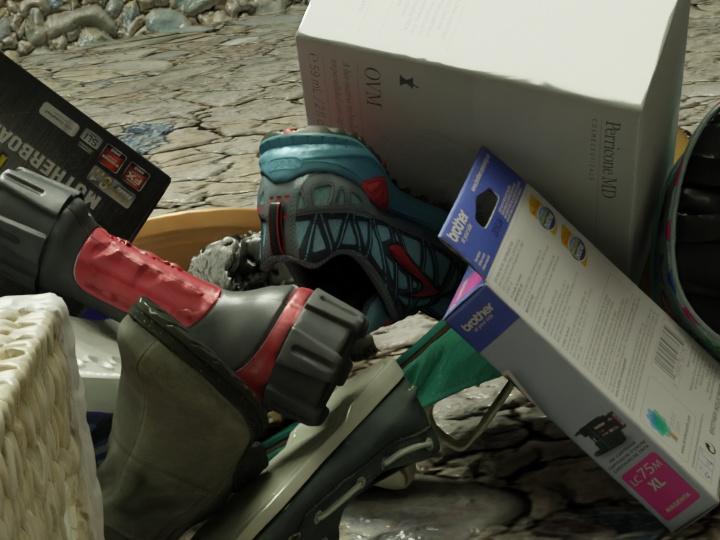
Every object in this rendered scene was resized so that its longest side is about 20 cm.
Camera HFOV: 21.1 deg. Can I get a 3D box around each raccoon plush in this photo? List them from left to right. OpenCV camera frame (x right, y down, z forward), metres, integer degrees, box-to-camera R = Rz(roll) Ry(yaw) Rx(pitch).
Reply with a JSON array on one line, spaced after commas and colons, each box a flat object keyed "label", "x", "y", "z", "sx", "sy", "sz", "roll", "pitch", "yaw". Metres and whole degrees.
[{"label": "raccoon plush", "x": -0.073, "y": 0.065, "z": 1.154, "sx": 0.097, "sy": 0.200, "sz": 0.134, "roll": 39, "pitch": -7, "yaw": 25}]

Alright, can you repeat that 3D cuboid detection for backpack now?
[{"label": "backpack", "x": 0.266, "y": -0.011, "z": 1.108, "sx": 0.198, "sy": 0.180, "sz": 0.151, "roll": 11, "pitch": -11, "yaw": -3}]

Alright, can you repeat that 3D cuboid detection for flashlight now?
[{"label": "flashlight", "x": -0.096, "y": 0.009, "z": 0.971, "sx": 0.198, "sy": 0.068, "sz": 0.068, "roll": 27, "pitch": 2, "yaw": 5}]

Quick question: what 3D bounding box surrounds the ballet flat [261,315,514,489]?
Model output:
[{"label": "ballet flat", "x": 0.025, "y": 0.082, "z": 1.086, "sx": 0.199, "sy": 0.071, "sz": 0.067, "roll": -36, "pitch": -5, "yaw": 20}]

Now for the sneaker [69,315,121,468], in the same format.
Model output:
[{"label": "sneaker", "x": -0.155, "y": 0.101, "z": 0.978, "sx": 0.080, "sy": 0.148, "sz": 0.200, "roll": 28, "pitch": 8, "yaw": 16}]

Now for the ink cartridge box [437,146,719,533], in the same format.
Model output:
[{"label": "ink cartridge box", "x": 0.115, "y": 0.033, "z": 1.022, "sx": 0.042, "sy": 0.200, "sz": 0.120, "roll": -40, "pitch": 11, "yaw": 30}]

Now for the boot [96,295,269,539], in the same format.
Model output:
[{"label": "boot", "x": -0.107, "y": 0.101, "z": 0.886, "sx": 0.068, "sy": 0.200, "sz": 0.131, "roll": 40, "pitch": 74, "yaw": 18}]

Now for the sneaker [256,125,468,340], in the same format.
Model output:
[{"label": "sneaker", "x": 0.000, "y": 0.000, "z": 1.081, "sx": 0.079, "sy": 0.097, "sz": 0.200, "roll": -6, "pitch": -26, "yaw": 35}]

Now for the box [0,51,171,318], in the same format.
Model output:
[{"label": "box", "x": -0.225, "y": -0.043, "z": 1.027, "sx": 0.159, "sy": 0.199, "sz": 0.048, "roll": -55, "pitch": 15, "yaw": -9}]

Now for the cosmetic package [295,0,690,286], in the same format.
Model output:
[{"label": "cosmetic package", "x": 0.080, "y": -0.093, "z": 1.122, "sx": 0.198, "sy": 0.200, "sz": 0.124, "roll": 12, "pitch": 57, "yaw": 14}]

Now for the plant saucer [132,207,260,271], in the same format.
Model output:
[{"label": "plant saucer", "x": -0.110, "y": 0.009, "z": 1.361, "sx": 0.198, "sy": 0.038, "sz": 0.200, "roll": -7, "pitch": -19, "yaw": -2}]

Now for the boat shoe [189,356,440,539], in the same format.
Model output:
[{"label": "boat shoe", "x": -0.026, "y": 0.124, "z": 0.971, "sx": 0.073, "sy": 0.062, "sz": 0.200, "roll": -27, "pitch": 14, "yaw": 50}]

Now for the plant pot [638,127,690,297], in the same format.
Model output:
[{"label": "plant pot", "x": 0.179, "y": -0.019, "z": 1.279, "sx": 0.185, "sy": 0.188, "sz": 0.200, "roll": -13, "pitch": 30, "yaw": -25}]

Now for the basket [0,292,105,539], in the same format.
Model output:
[{"label": "basket", "x": -0.212, "y": 0.130, "z": 0.770, "sx": 0.197, "sy": 0.201, "sz": 0.161, "roll": -4, "pitch": 16, "yaw": 4}]

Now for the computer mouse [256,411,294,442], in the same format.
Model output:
[{"label": "computer mouse", "x": -0.047, "y": 0.067, "z": 1.265, "sx": 0.108, "sy": 0.044, "sz": 0.200, "roll": -14, "pitch": 22, "yaw": -13}]

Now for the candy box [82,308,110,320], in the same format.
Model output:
[{"label": "candy box", "x": -0.240, "y": 0.003, "z": 1.118, "sx": 0.168, "sy": 0.201, "sz": 0.077, "roll": -33, "pitch": -10, "yaw": -2}]
